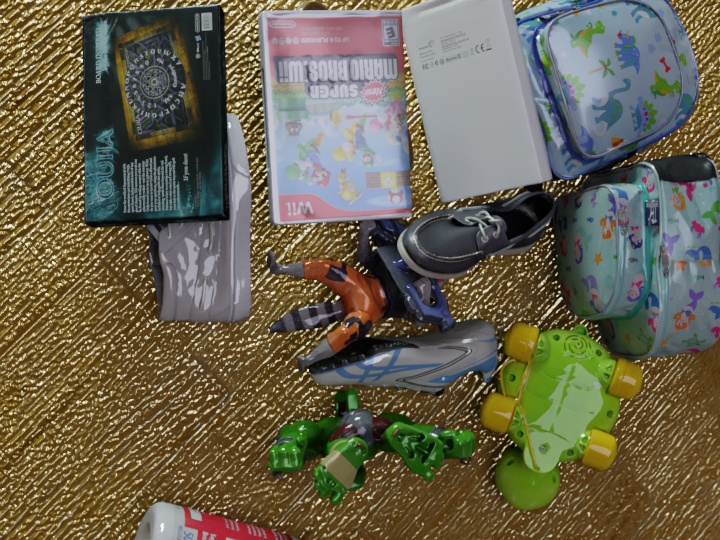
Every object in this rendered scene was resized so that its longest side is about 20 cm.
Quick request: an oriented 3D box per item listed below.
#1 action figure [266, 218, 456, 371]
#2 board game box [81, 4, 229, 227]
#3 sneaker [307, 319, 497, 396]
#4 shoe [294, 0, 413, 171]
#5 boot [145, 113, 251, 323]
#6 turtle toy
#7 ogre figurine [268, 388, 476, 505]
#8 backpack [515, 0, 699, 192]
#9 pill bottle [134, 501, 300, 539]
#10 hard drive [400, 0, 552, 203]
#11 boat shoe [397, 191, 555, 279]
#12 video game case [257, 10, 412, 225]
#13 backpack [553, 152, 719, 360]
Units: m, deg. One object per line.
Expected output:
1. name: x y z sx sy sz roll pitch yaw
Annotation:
1. action figure: 0.000 0.000 1.235 0.192 0.105 0.201 -12 64 -23
2. board game box: -0.192 -0.144 1.152 0.134 0.028 0.202 -2 83 5
3. sneaker: 0.046 0.098 1.245 0.198 0.072 0.073 -8 102 -14
4. shoe: -0.014 -0.175 1.238 0.201 0.053 0.070 57 45 -14
5. boot: -0.157 -0.049 1.177 0.095 0.073 0.202 -2 88 -17
6. turtle toy: 0.195 0.150 1.272 0.145 0.101 0.201 20 87 5
7. ogre figurine: 0.001 0.168 1.203 0.199 0.120 0.099 -23 101 -15
8. backpack: 0.247 -0.198 1.266 0.199 0.147 0.184 -24 99 -19
9. pill bottle: -0.116 0.297 1.170 0.199 0.112 0.113 18 85 -17
10. hard drive: 0.112 -0.177 1.234 0.027 0.131 0.202 -17 96 -45
11. boat shoe: 0.119 -0.045 1.231 0.199 0.063 0.073 -13 65 -41
12. video game case: -0.023 -0.148 1.186 0.142 0.017 0.202 -4 93 -18
13. backpack: 0.288 -0.008 1.263 0.149 0.177 0.202 -10 91 -16
